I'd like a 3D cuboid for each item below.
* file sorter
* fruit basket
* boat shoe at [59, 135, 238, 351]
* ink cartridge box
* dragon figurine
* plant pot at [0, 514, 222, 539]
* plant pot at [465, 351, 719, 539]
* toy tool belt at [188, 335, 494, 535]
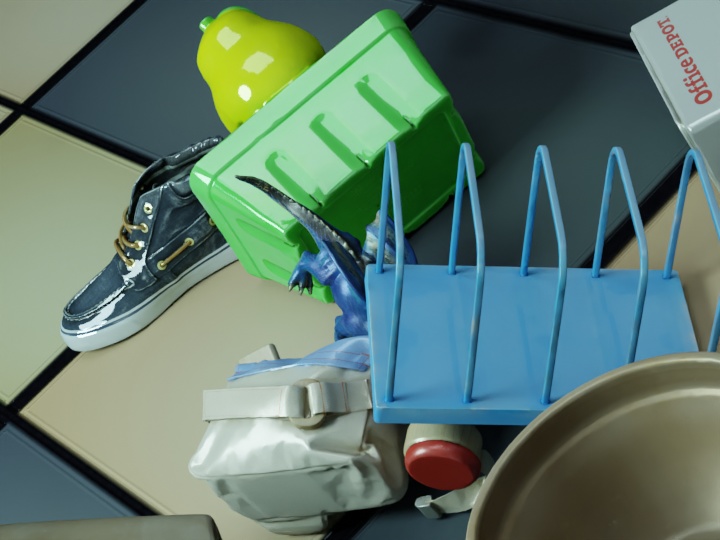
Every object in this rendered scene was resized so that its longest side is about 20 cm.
[{"bbox_3d":[0.108,0.002,1.217,0.200,0.123,0.139,1,37,-3],"label":"file sorter"},{"bbox_3d":[-0.039,-0.105,1.525,0.215,0.156,0.216,-13,50,16],"label":"fruit basket"},{"bbox_3d":[-0.166,-0.024,1.596,0.200,0.091,0.071,-34,33,1],"label":"boat shoe"},{"bbox_3d":[0.296,-0.147,1.350,0.200,0.084,0.144,-28,35,10],"label":"ink cartridge box"},{"bbox_3d":[0.000,0.000,1.378,0.059,0.200,0.099,-30,-2,-30],"label":"dragon figurine"},{"bbox_3d":[-0.154,0.224,1.211,0.173,0.200,0.200,-18,34,-3],"label":"plant pot"},{"bbox_3d":[0.164,0.146,1.091,0.201,0.093,0.201,-22,36,17],"label":"plant pot"},{"bbox_3d":[-0.006,0.084,1.290,0.200,0.125,0.123,-12,49,32],"label":"toy tool belt"}]
